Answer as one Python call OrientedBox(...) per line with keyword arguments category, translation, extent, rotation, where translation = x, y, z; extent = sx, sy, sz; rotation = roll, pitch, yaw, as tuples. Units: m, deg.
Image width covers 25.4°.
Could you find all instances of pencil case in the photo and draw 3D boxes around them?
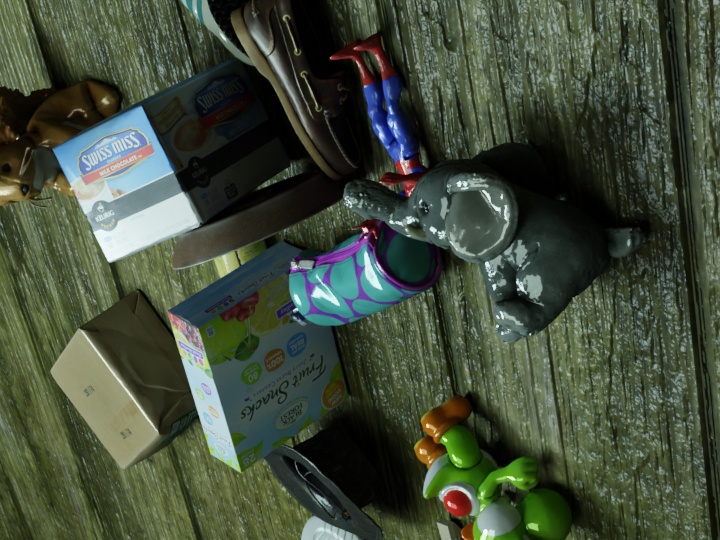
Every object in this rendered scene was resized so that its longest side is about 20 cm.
OrientedBox(category="pencil case", translation=(0.000, 0.000, 1.623), extent=(0.092, 0.086, 0.200), rotation=(29, 155, -21))

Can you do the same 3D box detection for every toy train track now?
OrientedBox(category="toy train track", translation=(0.133, 0.375, 1.840), extent=(0.114, 0.032, 0.202), rotation=(9, 120, 59))

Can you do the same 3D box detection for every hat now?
OrientedBox(category="hat", translation=(-0.035, 0.232, 1.878), extent=(0.200, 0.081, 0.201), rotation=(35, 162, 13))

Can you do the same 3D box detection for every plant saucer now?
OrientedBox(category="plant saucer", translation=(-0.104, -0.057, 1.608), extent=(0.200, 0.199, 0.035), rotation=(-9, 106, 56))

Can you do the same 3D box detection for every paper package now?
OrientedBox(category="paper package", translation=(-0.316, 0.155, 2.186), extent=(0.191, 0.103, 0.200), rotation=(52, 148, 4))

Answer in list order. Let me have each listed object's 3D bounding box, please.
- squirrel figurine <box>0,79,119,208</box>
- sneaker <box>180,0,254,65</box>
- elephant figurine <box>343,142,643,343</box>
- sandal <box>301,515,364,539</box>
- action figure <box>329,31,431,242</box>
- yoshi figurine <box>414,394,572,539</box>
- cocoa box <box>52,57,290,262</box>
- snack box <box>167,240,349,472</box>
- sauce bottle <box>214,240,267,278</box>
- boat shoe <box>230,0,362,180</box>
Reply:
OrientedBox(category="squirrel figurine", translation=(-0.401, -0.147, 1.945), extent=(0.199, 0.186, 0.142), rotation=(31, 141, 35))
OrientedBox(category="sneaker", translation=(-0.147, -0.284, 1.603), extent=(0.200, 0.070, 0.093), rotation=(52, 166, 4))
OrientedBox(category="elephant figurine", translation=(0.109, -0.047, 1.376), extent=(0.200, 0.155, 0.141), rotation=(49, 171, -4))
OrientedBox(category="sandal", translation=(0.005, 0.376, 1.990), extent=(0.202, 0.083, 0.050), rotation=(30, -177, 34))
OrientedBox(category="action figure", translation=(0.019, -0.109, 1.494), extent=(0.065, 0.099, 0.201), rotation=(-9, 113, 57))
OrientedBox(category="yoshi figurine", translation=(0.146, 0.225, 1.648), extent=(0.112, 0.112, 0.201), rotation=(-46, 58, 18))
OrientedBox(category="cocoa box", translation=(-0.190, -0.117, 1.637), extent=(0.133, 0.200, 0.132), rotation=(-20, 101, 32))
OrientedBox(category="snack box", translation=(-0.110, 0.096, 1.784), extent=(0.067, 0.168, 0.201), rotation=(25, 138, 44))
OrientedBox(category="sauce bottle", translation=(-0.141, -0.036, 1.808), extent=(0.064, 0.064, 0.202), rotation=(15, 128, 47))
OrientedBox(category="boat shoe", translation=(-0.046, -0.180, 1.539), extent=(0.070, 0.071, 0.201), rotation=(-25, 117, 16))
